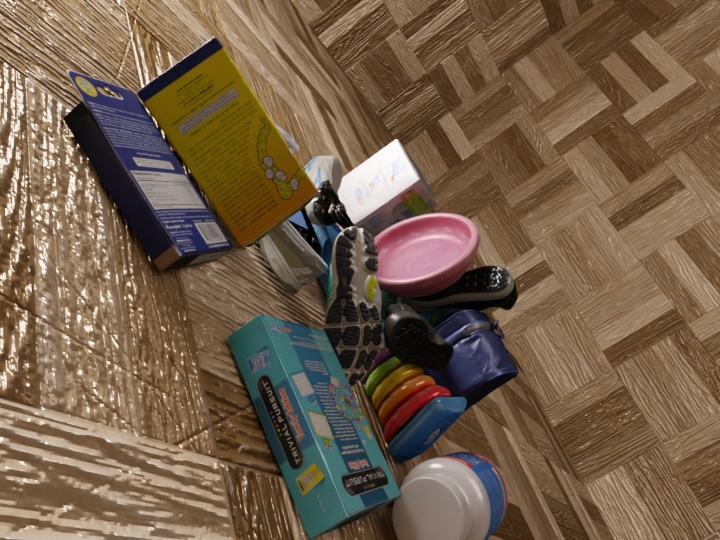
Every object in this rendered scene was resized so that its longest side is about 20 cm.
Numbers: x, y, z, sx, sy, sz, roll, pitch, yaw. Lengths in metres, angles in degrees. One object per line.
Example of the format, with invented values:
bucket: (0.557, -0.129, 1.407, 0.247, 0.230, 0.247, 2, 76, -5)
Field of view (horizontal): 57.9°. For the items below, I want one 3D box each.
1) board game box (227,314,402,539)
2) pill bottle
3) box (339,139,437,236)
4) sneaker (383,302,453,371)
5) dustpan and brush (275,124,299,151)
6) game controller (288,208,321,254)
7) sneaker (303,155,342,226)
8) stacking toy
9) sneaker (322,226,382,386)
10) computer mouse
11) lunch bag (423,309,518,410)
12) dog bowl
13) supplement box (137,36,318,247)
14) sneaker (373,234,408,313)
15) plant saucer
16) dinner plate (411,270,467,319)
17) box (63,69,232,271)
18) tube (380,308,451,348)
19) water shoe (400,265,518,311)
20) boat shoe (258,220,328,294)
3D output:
board game box: (-0.044, 0.152, 0.659, 0.203, 0.046, 0.151, 63, 14, 21)
pill bottle: (0.107, 0.280, 0.776, 0.114, 0.111, 0.199, 62, 13, 20)
box: (0.026, -0.127, 1.213, 0.112, 0.198, 0.103, 36, 24, -59)
sneaker: (0.060, 0.082, 0.886, 0.104, 0.061, 0.199, 37, 1, 38)
dustpan and brush: (-0.176, -0.249, 1.054, 0.200, 0.057, 0.141, 46, 17, -40)
game controller: (-0.121, -0.108, 0.979, 0.104, 0.042, 0.203, 37, 24, -57)
sneaker: (-0.068, -0.122, 1.026, 0.201, 0.071, 0.073, -86, 157, -60)
stacking toy: (0.041, 0.148, 0.898, 0.201, 0.110, 0.115, 51, 17, 27)
sneaker: (-0.014, 0.048, 0.826, 0.080, 0.076, 0.205, 142, -43, -70)
computer mouse: (0.000, 0.000, 0.929, 0.110, 0.043, 0.204, 58, 17, -57)
lunch bag: (0.145, 0.145, 1.029, 0.134, 0.199, 0.135, 59, 19, 22)
dog bowl: (-0.032, 0.005, 1.031, 0.203, 0.049, 0.111, 62, 14, 21)
supplement box: (-0.148, -0.140, 0.756, 0.202, 0.108, 0.109, 56, -5, -6)
sneaker: (0.045, 0.033, 1.160, 0.078, 0.078, 0.205, 51, 30, -65)
plant saucer: (0.098, -0.021, 1.053, 0.202, 0.196, 0.052, -100, 170, -59)
dinner plate: (0.121, 0.063, 1.167, 0.024, 0.201, 0.203, 12, 41, -38)
box: (-0.211, -0.095, 0.641, 0.203, 0.032, 0.121, 58, 13, 2)
tube: (0.074, 0.094, 1.049, 0.198, 0.077, 0.051, -16, 81, -51)
water shoe: (0.157, 0.042, 1.060, 0.079, 0.196, 0.073, 53, 45, -44)
boat shoe: (-0.113, -0.071, 0.854, 0.205, 0.064, 0.074, 62, 4, 13)
